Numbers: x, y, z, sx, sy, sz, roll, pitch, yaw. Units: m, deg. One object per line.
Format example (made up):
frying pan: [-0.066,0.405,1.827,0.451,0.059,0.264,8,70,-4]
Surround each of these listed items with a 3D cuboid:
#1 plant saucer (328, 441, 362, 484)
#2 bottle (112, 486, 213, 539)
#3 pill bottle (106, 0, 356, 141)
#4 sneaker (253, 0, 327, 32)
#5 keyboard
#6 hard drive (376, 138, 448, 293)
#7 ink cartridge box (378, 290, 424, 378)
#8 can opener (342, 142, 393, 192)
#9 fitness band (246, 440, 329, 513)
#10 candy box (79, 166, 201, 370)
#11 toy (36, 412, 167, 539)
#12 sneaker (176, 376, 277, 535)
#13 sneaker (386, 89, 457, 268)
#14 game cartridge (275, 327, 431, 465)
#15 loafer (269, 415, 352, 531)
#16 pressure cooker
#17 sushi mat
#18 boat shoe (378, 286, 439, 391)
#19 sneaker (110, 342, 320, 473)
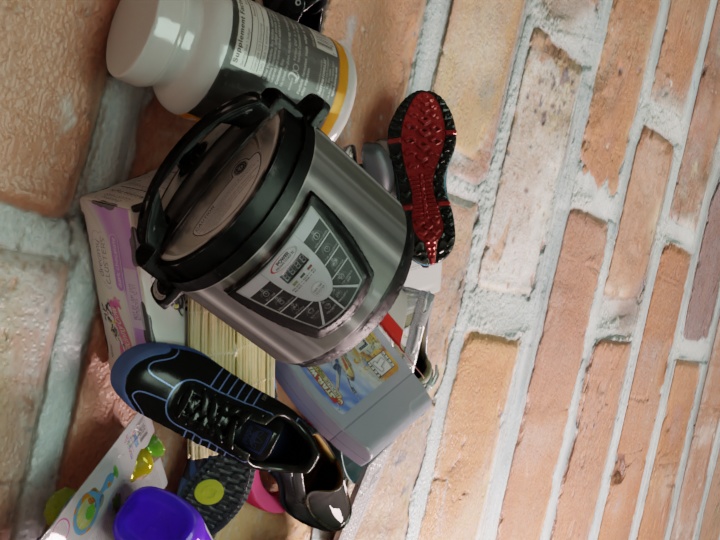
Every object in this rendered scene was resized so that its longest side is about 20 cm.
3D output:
plant saucer: [0.002,0.146,1.251,0.200,0.027,0.203,7,90,-70]
bottle: [-0.174,0.270,1.011,0.066,0.083,0.201,-56,162,-25]
pill bottle: [-0.110,-0.177,0.928,0.199,0.116,0.118,17,87,-36]
sneaker: [-0.062,-0.275,1.022,0.071,0.082,0.202,-31,125,-45]
keyboard: [-0.001,0.277,1.271,0.056,0.011,0.201,-30,150,-43]
hard drive: [0.061,-0.063,1.305,0.131,0.026,0.203,-16,113,-51]
ink cartridge box: [0.000,0.000,1.075,0.050,0.200,0.161,-42,123,-1]
can opener: [0.008,-0.045,1.196,0.053,0.066,0.202,-57,144,-57]
fitness band: [-0.082,0.166,1.172,0.143,0.037,0.203,-17,113,-50]
candy box: [-0.149,-0.013,0.993,0.199,0.071,0.170,-30,124,-45]
toy: [-0.247,0.219,0.948,0.200,0.047,0.116,-52,149,-42]
sneaker: [-0.137,0.174,1.077,0.065,0.079,0.202,18,105,-20]
sneaker: [0.064,-0.103,1.229,0.096,0.078,0.203,134,-43,-81]
game cartridge: [-0.025,0.097,1.123,0.201,0.042,0.133,51,42,5]
loafer: [-0.050,0.225,1.147,0.073,0.072,0.201,-56,138,-25]
pressure cooker: [-0.078,-0.037,0.868,0.200,0.178,0.177,40,48,-31]
sushi mat: [-0.117,0.070,0.978,0.095,0.012,0.203,-11,110,-41]
boat shoe: [0.063,0.104,1.274,0.075,0.064,0.204,-58,149,-49]
sneaker: [-0.119,0.123,0.929,0.199,0.078,0.071,26,91,-34]
